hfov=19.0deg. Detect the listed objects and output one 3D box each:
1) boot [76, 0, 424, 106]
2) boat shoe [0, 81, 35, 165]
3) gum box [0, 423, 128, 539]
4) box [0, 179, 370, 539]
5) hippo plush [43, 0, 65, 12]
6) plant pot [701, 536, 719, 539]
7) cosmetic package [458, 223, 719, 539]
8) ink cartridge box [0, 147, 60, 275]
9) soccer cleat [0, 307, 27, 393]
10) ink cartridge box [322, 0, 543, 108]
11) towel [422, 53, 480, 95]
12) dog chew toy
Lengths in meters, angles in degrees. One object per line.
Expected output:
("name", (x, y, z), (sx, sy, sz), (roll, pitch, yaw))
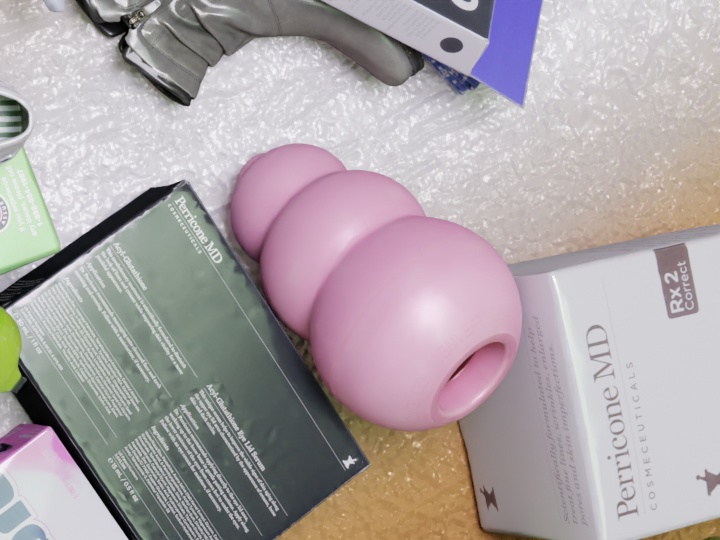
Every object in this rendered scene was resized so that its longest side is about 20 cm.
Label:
("boot", (-0.071, -0.145, 1.275), (0.200, 0.068, 0.131), (40, 79, -10))
("boat shoe", (-0.263, -0.081, 1.089), (0.199, 0.067, 0.074), (-7, 90, -22))
("gum box", (-0.178, 0.191, 1.209), (0.113, 0.066, 0.200), (-37, 102, -21))
("box", (-0.110, 0.070, 1.237), (0.141, 0.079, 0.200), (-36, 101, -17))
("hippo plush", (-0.206, -0.280, 1.161), (0.199, 0.159, 0.161), (28, 66, -1))
("plant pot", (0.120, 0.244, 1.285), (0.183, 0.200, 0.201), (11, 84, -11))
("cosmetic package", (0.177, 0.064, 1.313), (0.199, 0.165, 0.166), (-12, 92, -23))
("ink cartridge box", (-0.285, -0.040, 1.161), (0.199, 0.084, 0.146), (-23, 97, -22))
("soccer cleat", (-0.266, 0.083, 1.143), (0.200, 0.068, 0.081), (-44, 130, 11))
("ink cartridge box", (0.044, -0.225, 1.283), (0.199, 0.043, 0.199), (26, 58, -25))
("towel", (0.033, -0.225, 1.337), (0.200, 0.024, 0.145), (42, 68, -18))
("dog chew toy", (0.000, 0.000, 1.243), (0.124, 0.125, 0.200), (-35, 60, -20))
